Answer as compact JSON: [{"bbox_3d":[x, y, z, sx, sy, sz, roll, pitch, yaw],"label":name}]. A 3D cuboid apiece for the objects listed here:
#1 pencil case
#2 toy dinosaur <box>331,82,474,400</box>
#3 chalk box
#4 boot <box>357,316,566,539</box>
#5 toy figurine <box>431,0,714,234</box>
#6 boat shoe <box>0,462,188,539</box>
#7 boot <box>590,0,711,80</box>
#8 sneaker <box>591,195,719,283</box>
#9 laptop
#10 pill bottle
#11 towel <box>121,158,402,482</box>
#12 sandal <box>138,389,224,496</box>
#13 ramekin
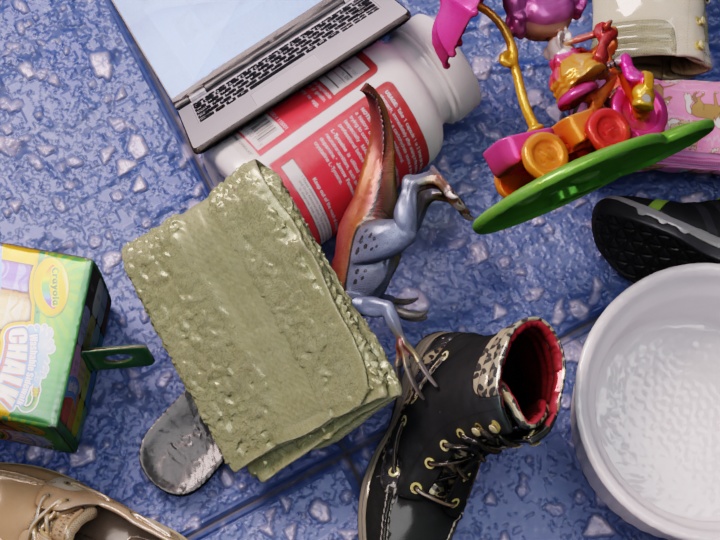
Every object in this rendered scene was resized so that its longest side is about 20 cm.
[{"bbox_3d":[0.256,-0.108,1.300,0.197,0.087,0.084,5,87,0],"label":"pencil case"},{"bbox_3d":[0.000,0.000,1.232,0.181,0.105,0.201,-38,89,5],"label":"toy dinosaur"},{"bbox_3d":[-0.250,0.056,1.211,0.198,0.125,0.125,11,75,2],"label":"chalk box"},{"bbox_3d":[0.070,0.131,1.187,0.073,0.153,0.206,22,72,-20],"label":"boot"},{"bbox_3d":[0.134,-0.149,1.204,0.198,0.150,0.186,-21,82,-21],"label":"toy figurine"},{"bbox_3d":[-0.209,0.183,1.209,0.198,0.065,0.072,16,75,1],"label":"boat shoe"},{"bbox_3d":[0.274,-0.232,1.341,0.197,0.072,0.157,-4,75,1],"label":"boot"},{"bbox_3d":[0.275,-0.023,1.299,0.198,0.072,0.083,19,51,1],"label":"sneaker"},{"bbox_3d":[-0.086,-0.206,1.281,0.186,0.200,0.116,-33,112,0],"label":"laptop"},{"bbox_3d":[-0.011,-0.103,1.271,0.199,0.112,0.113,-36,80,-11],"label":"pill bottle"},{"bbox_3d":[-0.073,0.038,1.197,0.148,0.036,0.201,-31,91,19],"label":"towel"},{"bbox_3d":[-0.088,0.080,1.251,0.075,0.048,0.201,33,76,6],"label":"sandal"},{"bbox_3d":[0.248,0.105,1.236,0.198,0.098,0.203,1,74,-2],"label":"ramekin"}]
